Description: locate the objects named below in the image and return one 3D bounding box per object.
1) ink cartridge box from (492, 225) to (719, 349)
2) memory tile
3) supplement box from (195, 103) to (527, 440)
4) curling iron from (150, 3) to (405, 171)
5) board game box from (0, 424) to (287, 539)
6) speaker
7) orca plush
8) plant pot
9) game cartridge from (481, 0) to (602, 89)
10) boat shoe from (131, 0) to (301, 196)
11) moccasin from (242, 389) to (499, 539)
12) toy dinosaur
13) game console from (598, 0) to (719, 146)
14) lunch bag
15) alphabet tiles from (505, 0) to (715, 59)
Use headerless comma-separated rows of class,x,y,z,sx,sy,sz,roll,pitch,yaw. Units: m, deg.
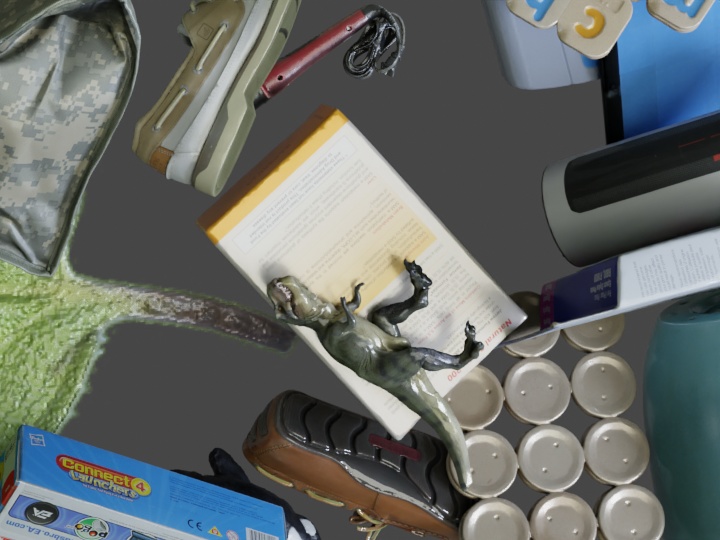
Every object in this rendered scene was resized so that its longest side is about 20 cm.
ink cartridge box,0.195,0.005,1.549,0.200,0.196,0.043,-13,86,-12
memory tile,0.130,0.111,1.624,0.153,0.017,0.200,-6,75,-12
supplement box,0.000,0.000,1.560,0.126,0.074,0.200,-42,101,-3
curling iron,-0.057,-0.122,1.544,0.200,0.026,0.050,-28,77,-4
board game box,-0.182,0.215,1.543,0.200,0.056,0.196,21,125,-23
speaker,0.232,-0.065,1.577,0.200,0.081,0.081,-16,115,27
orca plush,-0.114,0.162,1.606,0.200,0.071,0.105,12,146,-15
plant pot,0.295,0.093,1.642,0.200,0.201,0.161,-18,99,-13
game cartridge,0.183,-0.207,1.585,0.200,0.040,0.133,-23,125,-6
boat shoe,-0.088,-0.153,1.502,0.068,0.075,0.200,22,80,5
moccasin,0.011,0.154,1.625,0.201,0.074,0.078,19,139,-19
toy dinosaur,0.029,0.052,1.511,0.200,0.047,0.088,43,103,-13
game console,0.270,-0.127,1.578,0.118,0.171,0.200,-42,140,-30
lunch bag,-0.209,-0.125,1.403,0.117,0.164,0.200,18,112,-23
alphabet tiles,0.163,-0.247,1.523,0.200,0.015,0.196,32,82,9
